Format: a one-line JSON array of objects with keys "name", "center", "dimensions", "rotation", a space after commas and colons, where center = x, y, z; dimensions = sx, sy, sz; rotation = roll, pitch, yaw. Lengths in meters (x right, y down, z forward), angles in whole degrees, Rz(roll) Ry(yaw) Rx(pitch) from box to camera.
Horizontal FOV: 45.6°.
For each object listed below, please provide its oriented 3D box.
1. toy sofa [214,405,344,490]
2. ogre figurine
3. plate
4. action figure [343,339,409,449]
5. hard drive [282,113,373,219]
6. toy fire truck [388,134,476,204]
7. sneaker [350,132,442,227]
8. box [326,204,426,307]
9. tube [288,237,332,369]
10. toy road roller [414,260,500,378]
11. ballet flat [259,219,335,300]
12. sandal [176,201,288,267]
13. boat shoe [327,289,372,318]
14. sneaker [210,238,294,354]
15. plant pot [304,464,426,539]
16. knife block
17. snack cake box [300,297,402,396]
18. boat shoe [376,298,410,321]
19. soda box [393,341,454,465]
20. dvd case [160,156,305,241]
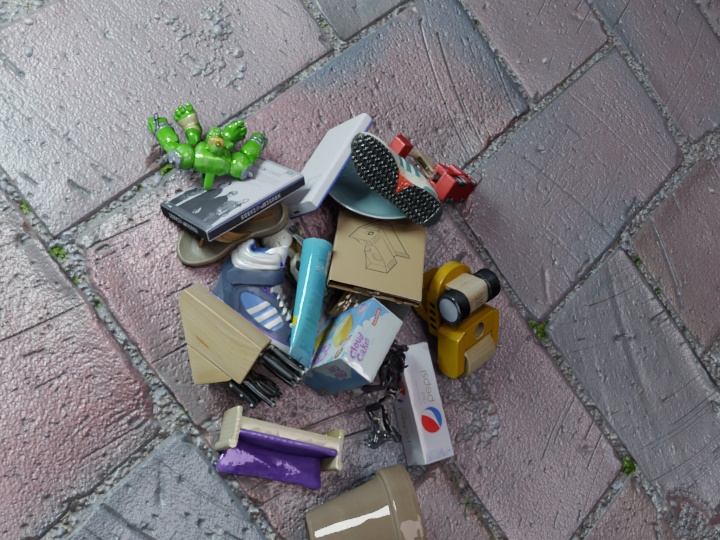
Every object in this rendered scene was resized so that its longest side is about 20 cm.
[{"name": "toy sofa", "center": [-0.128, 0.287, 1.367], "dimensions": [0.196, 0.083, 0.100], "rotation": [17, 69, -22]}, {"name": "ogre figurine", "center": [-0.246, -0.202, 1.417], "dimensions": [0.198, 0.098, 0.121], "rotation": [24, 33, -33]}, {"name": "plate", "center": [0.023, -0.141, 1.535], "dimensions": [0.195, 0.026, 0.202], "rotation": [11, 36, -8]}, {"name": "action figure", "center": [0.028, 0.189, 1.433], "dimensions": [0.118, 0.100, 0.205], "rotation": [-16, 110, -64]}, {"name": "hard drive", "center": [-0.065, -0.178, 1.488], "dimensions": [0.025, 0.131, 0.202], "rotation": [41, 63, -22]}, {"name": "toy fire truck", "center": [0.132, -0.187, 1.598], "dimensions": [0.141, 0.049, 0.199], "rotation": [43, 20, 15]}, {"name": "sneaker", "center": [0.061, -0.157, 1.466], "dimensions": [0.199, 0.093, 0.071], "rotation": [42, 104, -3]}, {"name": "box", "center": [0.031, -0.034, 1.467], "dimensions": [0.160, 0.021, 0.203], "rotation": [13, 47, -5]}, {"name": "tube", "center": [-0.083, 0.050, 1.389], "dimensions": [0.077, 0.049, 0.205], "rotation": [40, 52, -55]}, {"name": "toy road roller", "center": [0.167, 0.079, 1.564], "dimensions": [0.122, 0.145, 0.204], "rotation": [-29, 127, -35]}, {"name": "ballet flat", "center": [-0.116, -0.026, 1.453], "dimensions": [0.201, 0.072, 0.072], "rotation": [49, 62, -10]}, {"name": "sandal", "center": [-0.212, -0.073, 1.406], "dimensions": [0.196, 0.054, 0.082], "rotation": [-21, 72, -7]}, {"name": "boat shoe", "center": [0.000, 0.000, 1.510], "dimensions": [0.062, 0.073, 0.204], "rotation": [26, 67, -21]}, {"name": "sneaker", "center": [-0.136, 0.038, 1.397], "dimensions": [0.198, 0.081, 0.148], "rotation": [32, 97, -10]}, {"name": "plant pot", "center": [0.003, 0.426, 1.358], "dimensions": [0.170, 0.200, 0.205], "rotation": [-10, 81, -9]}, {"name": "knife block", "center": [-0.179, 0.114, 1.333], "dimensions": [0.171, 0.064, 0.205], "rotation": [-9, 97, 10]}, {"name": "snack cake box", "center": [-0.022, 0.129, 1.393], "dimensions": [0.067, 0.199, 0.116], "rotation": [37, 63, -12]}, {"name": "boat shoe", "center": [0.053, 0.019, 1.546], "dimensions": [0.073, 0.064, 0.207], "rotation": [21, 73, -33]}, {"name": "soda box", "center": [0.100, 0.234, 1.505], "dimensions": [0.062, 0.068, 0.205], "rotation": [-9, 82, -28]}, {"name": "dvd case", "center": [-0.209, -0.124, 1.402], "dimensions": [0.198, 0.149, 0.025], "rotation": [-33, 129, -29]}]
